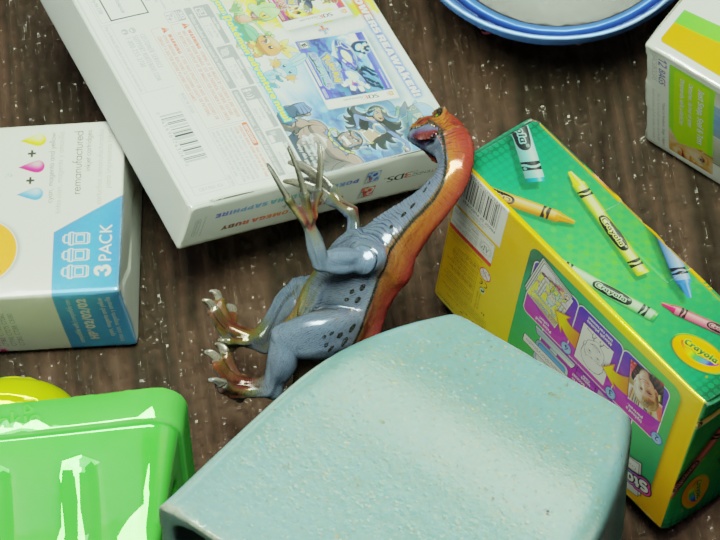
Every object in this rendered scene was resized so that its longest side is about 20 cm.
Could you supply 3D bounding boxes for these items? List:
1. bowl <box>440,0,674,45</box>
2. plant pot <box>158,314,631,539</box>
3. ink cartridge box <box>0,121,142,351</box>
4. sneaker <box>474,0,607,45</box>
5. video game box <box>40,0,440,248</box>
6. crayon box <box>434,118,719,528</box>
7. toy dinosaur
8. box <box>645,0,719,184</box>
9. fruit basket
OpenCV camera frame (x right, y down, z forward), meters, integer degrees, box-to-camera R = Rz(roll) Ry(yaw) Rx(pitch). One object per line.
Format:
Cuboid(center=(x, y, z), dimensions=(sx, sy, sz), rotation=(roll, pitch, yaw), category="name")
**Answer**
Cuboid(center=(0.117, -0.227, 1.634), dimensions=(0.199, 0.039, 0.202), rotation=(-1, 81, 7), category="bowl")
Cuboid(center=(0.040, 0.145, 1.444), dimensions=(0.196, 0.196, 0.200), rotation=(30, 62, 21), category="plant pot")
Cuboid(center=(-0.230, -0.017, 1.624), dimensions=(0.199, 0.068, 0.116), rotation=(-4, 61, 5), category="ink cartridge box")
Cuboid(center=(0.072, -0.193, 1.686), dimensions=(0.199, 0.079, 0.096), rotation=(19, 77, 18), category="sneaker")
Cuboid(center=(-0.066, -0.118, 1.636), dimensions=(0.181, 0.047, 0.201), rotation=(-15, 59, -26), category="video game box")
Cuboid(center=(0.129, 0.029, 1.522), dimensions=(0.058, 0.119, 0.200), rotation=(-30, 62, -27), category="crayon box")
Cuboid(center=(0.000, 0.000, 1.529), dimensions=(0.181, 0.201, 0.105), rotation=(-26, 24, 15), category="toy dinosaur")
Cuboid(center=(0.269, -0.086, 1.576), dimensions=(0.200, 0.113, 0.101), rotation=(34, 71, 20), category="box")
Cuboid(center=(-0.186, 0.110, 1.488), dimensions=(0.214, 0.156, 0.216), rotation=(-1, 49, 2), category="fruit basket")
